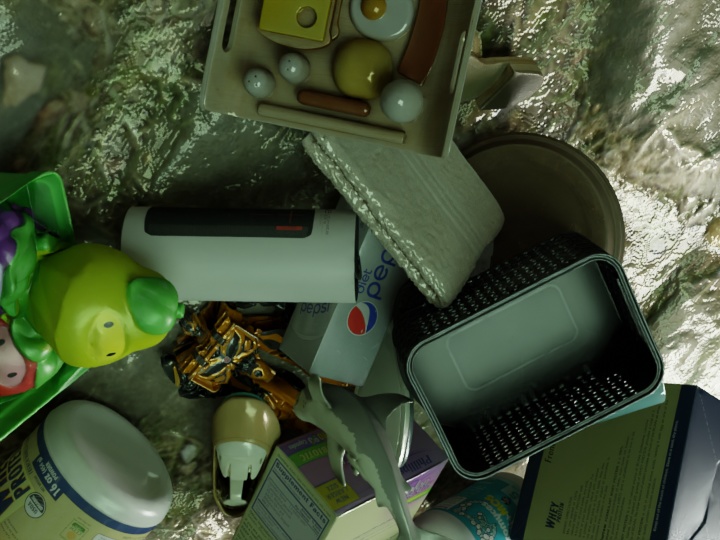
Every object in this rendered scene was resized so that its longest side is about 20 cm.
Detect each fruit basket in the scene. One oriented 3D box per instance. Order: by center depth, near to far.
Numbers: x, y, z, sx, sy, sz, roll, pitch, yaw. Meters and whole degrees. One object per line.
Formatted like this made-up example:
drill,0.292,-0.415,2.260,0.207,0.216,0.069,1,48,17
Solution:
fruit basket,-0.251,0.032,0.880,0.155,0.214,0.217,-43,143,-41

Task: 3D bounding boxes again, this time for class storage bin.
storage bin,0.141,0.070,0.972,0.199,0.094,0.136,-27,104,0

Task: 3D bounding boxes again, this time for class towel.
towel,0.039,-0.077,0.963,0.034,0.133,0.200,-23,112,46

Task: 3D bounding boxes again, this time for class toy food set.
toy food set,-0.014,-0.174,0.851,0.198,0.060,0.145,12,96,7

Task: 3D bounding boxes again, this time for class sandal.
sandal,0.076,-0.185,0.975,0.211,0.070,0.078,-6,152,-48

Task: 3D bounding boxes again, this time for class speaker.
speaker,-0.098,-0.013,0.954,0.198,0.082,0.082,1,127,3

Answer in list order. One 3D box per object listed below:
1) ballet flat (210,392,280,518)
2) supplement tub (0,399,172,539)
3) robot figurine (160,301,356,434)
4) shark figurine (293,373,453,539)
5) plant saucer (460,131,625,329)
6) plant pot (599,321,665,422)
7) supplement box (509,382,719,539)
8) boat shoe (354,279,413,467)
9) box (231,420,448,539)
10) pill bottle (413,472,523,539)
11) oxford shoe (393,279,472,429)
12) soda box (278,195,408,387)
ballet flat,-0.115,0.189,1.110,0.068,0.064,0.201,5,147,-4
supplement tub,-0.288,0.236,1.053,0.200,0.145,0.144,-46,131,11
robot figurine,-0.093,0.090,1.095,0.199,0.058,0.145,29,107,-39
shark figurine,0.019,0.156,1.011,0.089,0.215,0.129,-25,147,-23
plant saucer,0.145,-0.030,1.045,0.200,0.200,0.029,-41,169,8
plant pot,0.190,0.072,1.135,0.160,0.201,0.201,-24,132,3
supplement box,0.302,0.235,1.252,0.134,0.199,0.202,29,70,-38
boat shoe,0.035,0.097,1.107,0.061,0.072,0.202,0,85,-46
box,-0.031,0.255,1.171,0.175,0.097,0.201,-16,142,-46
pill bottle,0.123,0.314,1.292,0.199,0.111,0.112,-18,135,-44
oxford shoe,0.072,0.089,1.064,0.072,0.085,0.201,-20,116,-1
soda box,0.000,0.000,1.035,0.068,0.063,0.202,17,98,-36
